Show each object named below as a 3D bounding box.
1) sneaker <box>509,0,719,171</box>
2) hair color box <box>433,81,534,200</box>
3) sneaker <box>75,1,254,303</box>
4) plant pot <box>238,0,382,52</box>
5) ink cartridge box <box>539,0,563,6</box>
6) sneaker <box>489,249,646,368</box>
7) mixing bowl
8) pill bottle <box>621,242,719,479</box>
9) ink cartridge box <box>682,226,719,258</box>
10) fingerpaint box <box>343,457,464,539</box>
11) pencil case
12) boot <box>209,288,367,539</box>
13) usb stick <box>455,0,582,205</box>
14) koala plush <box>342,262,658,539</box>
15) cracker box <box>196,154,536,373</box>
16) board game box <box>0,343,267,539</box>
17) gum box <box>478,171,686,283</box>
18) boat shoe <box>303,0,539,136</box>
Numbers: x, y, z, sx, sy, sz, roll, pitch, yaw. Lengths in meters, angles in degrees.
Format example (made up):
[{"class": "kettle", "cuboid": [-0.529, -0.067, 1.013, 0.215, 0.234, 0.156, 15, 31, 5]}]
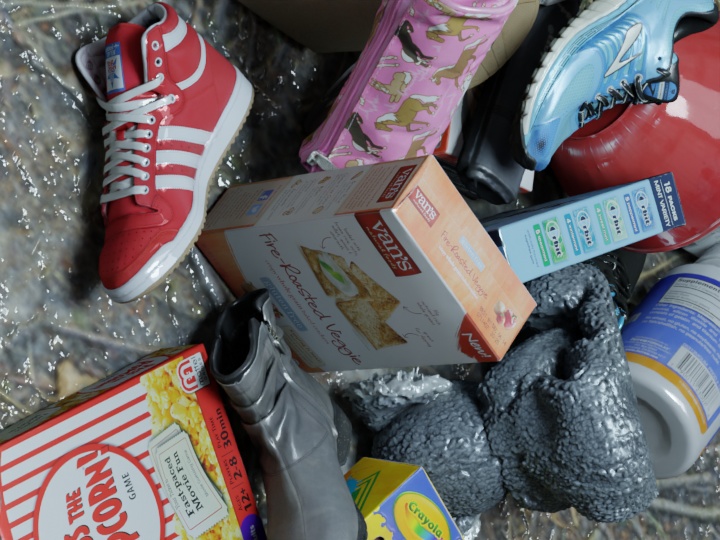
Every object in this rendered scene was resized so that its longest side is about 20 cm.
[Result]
[{"class": "sneaker", "cuboid": [0.182, -0.143, 1.679, 0.090, 0.078, 0.200, 39, 74, 8]}, {"class": "hair color box", "cuboid": [0.087, -0.164, 1.775, 0.101, 0.061, 0.200, 21, 71, -43]}, {"class": "sneaker", "cuboid": [-0.144, -0.083, 1.523, 0.112, 0.071, 0.200, 48, 46, -34]}, {"class": "plant pot", "cuboid": [0.003, -0.258, 1.625, 0.177, 0.200, 0.200, 56, 49, -39]}, {"class": "ink cartridge box", "cuboid": [0.150, -0.312, 1.750, 0.145, 0.084, 0.200, -24, 84, -46]}, {"class": "sneaker", "cuboid": [0.181, 0.028, 1.828, 0.073, 0.082, 0.200, 57, 49, -21]}, {"class": "mixing bowl", "cuboid": [0.208, -0.125, 1.790, 0.108, 0.200, 0.200, 26, 66, -43]}, {"class": "pill bottle", "cuboid": [0.261, 0.065, 1.881, 0.200, 0.112, 0.112, -46, 116, -40]}, {"class": "ink cartridge box", "cuboid": [0.300, -0.080, 1.912, 0.200, 0.145, 0.084, 26, 55, -40]}, {"class": "fingerpaint box", "cuboid": [0.014, 0.256, 1.607, 0.167, 0.073, 0.200, -40, 113, -27]}, {"class": "pencil case", "cuboid": [0.030, -0.128, 1.543, 0.083, 0.200, 0.087, 28, 40, -2]}, {"class": "boot", "cuboid": [-0.057, 0.110, 1.536, 0.132, 0.070, 0.200, 59, 10, -32]}, {"class": "usb stick", "cuboid": [0.117, -0.139, 1.734, 0.055, 0.033, 0.200, 36, 60, -28]}, {"class": "koala plush", "cuboid": [0.097, 0.115, 1.667, 0.184, 0.200, 0.177, -89, 165, -69]}, {"class": "cracker box", "cuboid": [0.000, 0.000, 1.564, 0.134, 0.200, 0.058, 53, 53, -25]}, {"class": "board game box", "cuboid": [-0.158, 0.152, 1.492, 0.200, 0.046, 0.152, -28, 104, -44]}, {"class": "gum box", "cuboid": [0.105, -0.016, 1.693, 0.200, 0.170, 0.045, -19, 94, -46]}, {"class": "boat shoe", "cuboid": [0.041, -0.150, 1.682, 0.200, 0.065, 0.072, -43, 134, -14]}]
